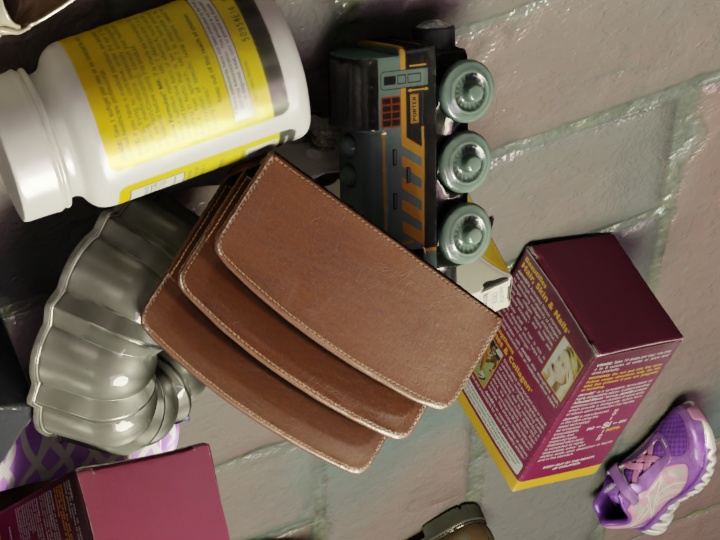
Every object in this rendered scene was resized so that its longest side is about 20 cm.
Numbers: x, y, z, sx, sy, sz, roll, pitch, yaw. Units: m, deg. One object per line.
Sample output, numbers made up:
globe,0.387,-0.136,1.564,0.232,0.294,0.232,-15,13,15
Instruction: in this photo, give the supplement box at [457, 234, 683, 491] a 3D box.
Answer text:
supplement box,0.182,0.083,1.855,0.103,0.131,0.200,-8,143,-31

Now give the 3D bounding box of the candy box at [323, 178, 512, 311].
candy box,0.000,0.000,1.585,0.199,0.137,0.061,-24,159,-9

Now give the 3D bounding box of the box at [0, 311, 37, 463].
box,-0.371,0.118,1.485,0.199,0.118,0.197,4,135,-39

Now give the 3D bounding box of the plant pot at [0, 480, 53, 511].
plant pot,-0.306,0.285,1.691,0.186,0.200,0.187,-20,147,-14

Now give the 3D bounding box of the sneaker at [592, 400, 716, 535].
sneaker,0.308,0.217,2.192,0.088,0.081,0.201,-2,141,-24

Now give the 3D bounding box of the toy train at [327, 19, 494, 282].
toy train,0.032,-0.080,1.494,0.113,0.085,0.201,-9,107,-30

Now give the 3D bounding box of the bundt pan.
bundt pan,-0.154,0.045,1.495,0.202,0.075,0.202,-55,159,-35

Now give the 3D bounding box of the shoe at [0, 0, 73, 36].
shoe,-0.206,-0.185,1.251,0.199,0.054,0.070,-30,148,2

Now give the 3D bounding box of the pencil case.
pencil case,-0.241,0.135,1.639,0.199,0.086,0.084,-8,178,-26

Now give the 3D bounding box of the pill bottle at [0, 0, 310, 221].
pill bottle,-0.143,-0.109,1.349,0.199,0.115,0.115,-21,147,-13

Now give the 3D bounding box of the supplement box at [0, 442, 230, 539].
supplement box,-0.192,0.200,1.570,0.110,0.086,0.200,-9,168,-30

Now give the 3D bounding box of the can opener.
can opener,-0.088,-0.080,1.490,0.199,0.053,0.067,-4,141,-33

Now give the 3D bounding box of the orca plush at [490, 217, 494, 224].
orca plush,0.037,0.005,1.687,0.199,0.071,0.105,8,133,-44

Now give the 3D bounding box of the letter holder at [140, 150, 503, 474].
letter holder,-0.031,0.037,1.401,0.143,0.200,0.101,-58,-165,-14

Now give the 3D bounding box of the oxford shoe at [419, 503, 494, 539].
oxford shoe,0.057,0.331,2.146,0.200,0.085,0.073,-38,149,16
